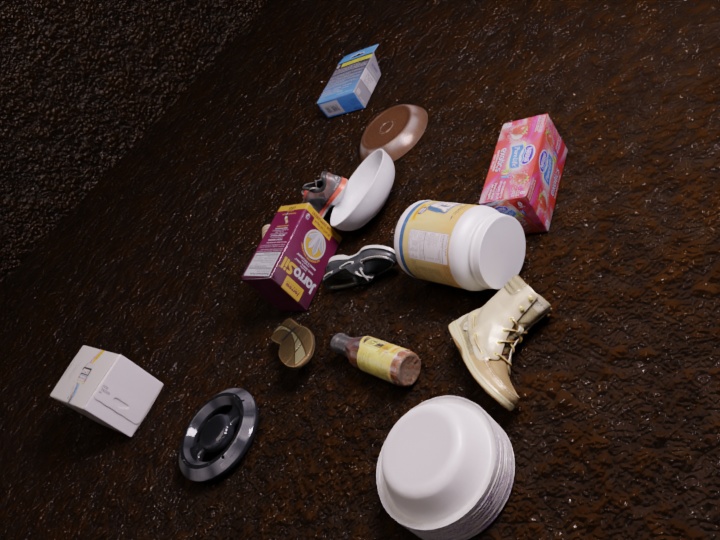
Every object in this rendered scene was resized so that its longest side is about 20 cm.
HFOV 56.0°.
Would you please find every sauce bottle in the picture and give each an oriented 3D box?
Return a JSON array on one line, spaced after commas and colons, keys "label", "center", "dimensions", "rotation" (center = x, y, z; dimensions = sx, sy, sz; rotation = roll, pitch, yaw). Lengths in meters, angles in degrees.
[{"label": "sauce bottle", "center": [0.020, 0.152, 1.205], "dimensions": [0.199, 0.066, 0.066], "rotation": [14, 65, 47]}]

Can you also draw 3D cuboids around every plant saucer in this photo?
[{"label": "plant saucer", "center": [0.071, -0.340, 1.655], "dimensions": [0.199, 0.037, 0.202], "rotation": [-25, 41, 24]}]

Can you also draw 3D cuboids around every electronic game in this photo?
[{"label": "electronic game", "center": [-0.285, 0.326, 1.351], "dimensions": [0.199, 0.042, 0.201], "rotation": [-25, 40, 23]}]

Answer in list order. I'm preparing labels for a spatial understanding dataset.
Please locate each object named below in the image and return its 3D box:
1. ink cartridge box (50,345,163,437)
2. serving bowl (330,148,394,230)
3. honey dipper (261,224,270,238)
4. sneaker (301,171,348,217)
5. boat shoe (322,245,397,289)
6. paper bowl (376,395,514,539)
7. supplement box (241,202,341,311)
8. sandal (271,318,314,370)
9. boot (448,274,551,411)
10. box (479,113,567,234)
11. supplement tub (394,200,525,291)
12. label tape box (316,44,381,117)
[{"label": "ink cartridge box", "center": [-0.602, 0.284, 1.610], "dimensions": [0.199, 0.147, 0.145], "rotation": [3, 57, 45]}, {"label": "serving bowl", "center": [0.016, -0.167, 1.494], "dimensions": [0.200, 0.066, 0.201], "rotation": [-50, 19, 25]}, {"label": "honey dipper", "center": [-0.220, -0.035, 1.642], "dimensions": [0.038, 0.038, 0.201], "rotation": [-30, 40, 18]}, {"label": "sneaker", "center": [-0.106, -0.173, 1.590], "dimensions": [0.200, 0.082, 0.077], "rotation": [-41, 25, 45]}, {"label": "boat shoe", "center": [0.000, 0.000, 1.371], "dimensions": [0.199, 0.075, 0.061], "rotation": [-18, 42, 49]}, {"label": "paper bowl", "center": [0.110, 0.275, 0.969], "dimensions": [0.200, 0.104, 0.202], "rotation": [-25, 42, 25]}, {"label": "supplement box", "center": [-0.148, -0.030, 1.487], "dimensions": [0.103, 0.131, 0.201], "rotation": [-1, 55, 43]}, {"label": "sandal", "center": [-0.129, 0.152, 1.367], "dimensions": [0.080, 0.054, 0.200], "rotation": [-43, 21, -7]}, {"label": "boot", "center": [0.232, 0.104, 1.041], "dimensions": [0.155, 0.073, 0.200], "rotation": [-40, 31, 11]}, {"label": "box", "center": [0.296, -0.171, 1.220], "dimensions": [0.095, 0.100, 0.201], "rotation": [-6, 50, 41]}, {"label": "supplement tub", "center": [0.171, -0.044, 1.181], "dimensions": [0.199, 0.145, 0.145], "rotation": [13, 64, 49]}, {"label": "label tape box", "center": [-0.020, -0.534, 1.907], "dimensions": [0.142, 0.066, 0.201], "rotation": [-4, 50, 41]}]
